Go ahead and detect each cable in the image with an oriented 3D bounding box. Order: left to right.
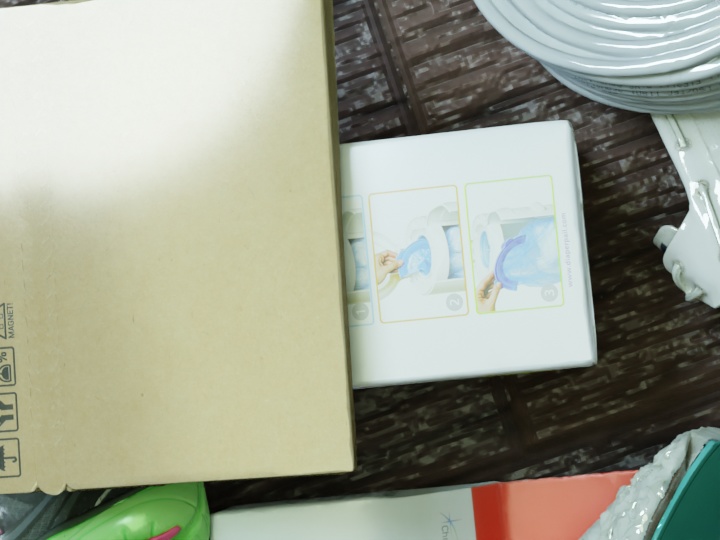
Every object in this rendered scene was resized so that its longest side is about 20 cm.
[{"bbox_3d":[0.138,-0.166,0.924,0.198,0.069,0.202,-16,67,19],"label":"cable"}]

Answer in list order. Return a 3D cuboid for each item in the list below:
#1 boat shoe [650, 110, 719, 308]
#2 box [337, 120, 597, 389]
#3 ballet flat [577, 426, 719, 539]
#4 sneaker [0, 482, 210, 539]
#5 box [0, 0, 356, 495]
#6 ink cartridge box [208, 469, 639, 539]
[{"bbox_3d":[0.164,-0.015,0.939,0.069,0.071,0.202,-20,79,13],"label":"boat shoe"},{"bbox_3d":[0.000,0.000,0.935,0.198,0.112,0.102,-6,87,6],"label":"box"},{"bbox_3d":[0.105,0.157,0.926,0.071,0.072,0.202,18,83,6],"label":"ballet flat"},{"bbox_3d":[-0.159,0.122,0.976,0.198,0.077,0.084,-17,50,12],"label":"sneaker"},{"bbox_3d":[-0.085,-0.012,0.879,0.162,0.021,0.202,-4,87,8],"label":"box"},{"bbox_3d":[0.038,0.178,0.957,0.198,0.047,0.162,-6,88,7],"label":"ink cartridge box"}]
